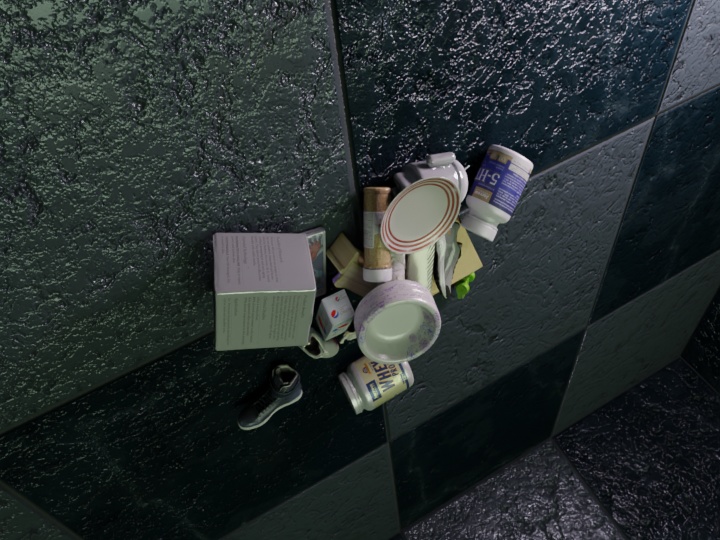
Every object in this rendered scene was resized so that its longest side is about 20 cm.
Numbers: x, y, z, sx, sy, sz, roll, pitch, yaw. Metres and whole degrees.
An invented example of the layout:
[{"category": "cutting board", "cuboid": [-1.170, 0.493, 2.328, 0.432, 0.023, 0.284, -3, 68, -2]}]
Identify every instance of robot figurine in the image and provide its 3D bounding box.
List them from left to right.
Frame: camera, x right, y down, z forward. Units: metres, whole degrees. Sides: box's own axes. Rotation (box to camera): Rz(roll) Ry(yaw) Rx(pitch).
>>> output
[{"category": "robot figurine", "cuboid": [0.163, -0.191, 1.275, 0.194, 0.115, 0.172, -14, 145, -25]}]

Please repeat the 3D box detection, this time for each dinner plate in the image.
[{"category": "dinner plate", "cuboid": [0.127, -0.120, 1.211, 0.194, 0.025, 0.205, -19, 138, -17]}]

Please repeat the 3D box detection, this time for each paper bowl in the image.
[{"category": "paper bowl", "cuboid": [0.079, 0.108, 1.284, 0.192, 0.106, 0.206, -8, 131, -9]}]

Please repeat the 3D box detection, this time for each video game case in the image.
[{"category": "video game case", "cuboid": [-0.161, 0.007, 1.298, 0.177, 0.023, 0.205, -20, 137, -21]}]

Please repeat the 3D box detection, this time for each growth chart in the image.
[{"category": "growth chart", "cuboid": [0.029, 0.154, 1.533, 0.194, 0.018, 0.145, -19, 166, -24]}]

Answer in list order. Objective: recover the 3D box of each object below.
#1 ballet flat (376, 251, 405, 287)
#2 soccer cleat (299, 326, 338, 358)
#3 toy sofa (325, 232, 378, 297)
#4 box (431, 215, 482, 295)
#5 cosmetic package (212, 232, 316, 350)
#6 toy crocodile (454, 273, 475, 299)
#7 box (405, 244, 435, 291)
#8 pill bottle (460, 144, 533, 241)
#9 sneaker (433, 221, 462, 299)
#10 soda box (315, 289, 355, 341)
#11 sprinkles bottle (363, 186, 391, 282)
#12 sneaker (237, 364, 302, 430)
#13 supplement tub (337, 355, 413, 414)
[{"category": "ballet flat", "cuboid": [0.075, 0.032, 1.337, 0.070, 0.072, 0.205, -7, 129, -30]}, {"category": "soccer cleat", "cuboid": [-0.112, 0.204, 1.476, 0.070, 0.087, 0.199, -41, 141, 8]}, {"category": "toy sofa", "cuboid": [0.000, 0.000, 1.363, 0.098, 0.083, 0.198, -50, 140, 12]}, {"category": "box", "cuboid": [0.196, -0.030, 1.443, 0.196, 0.021, 0.166, -29, 110, 9]}, {"category": "cosmetic package", "cuboid": [-0.203, 0.042, 1.152, 0.192, 0.170, 0.171, -1, 134, -17]}, {"category": "toy crocodile", "cuboid": [0.294, 0.006, 1.610, 0.068, 0.060, 0.203, -57, 158, -32]}, {"category": "box", "cuboid": [0.141, -0.035, 1.381, 0.065, 0.083, 0.207, -2, 115, -7]}, {"category": "pill bottle", "cuboid": [0.322, -0.183, 1.356, 0.118, 0.118, 0.206, 17, 99, -45]}, {"category": "sneaker", "cuboid": [0.218, -0.025, 1.396, 0.076, 0.074, 0.208, -7, 112, -5]}, {"category": "soda box", "cuboid": [-0.064, 0.113, 1.371, 0.062, 0.070, 0.201, -23, 168, -15]}, {"category": "sprinkles bottle", "cuboid": [0.038, -0.080, 1.253, 0.066, 0.067, 0.209, -6, 100, -31]}, {"category": "sneaker", "cuboid": [-0.245, 0.332, 1.498, 0.199, 0.077, 0.148, -30, 153, -23]}, {"category": "supplement tub", "cuboid": [0.045, 0.317, 1.656, 0.195, 0.146, 0.147, -28, 141, -10]}]
